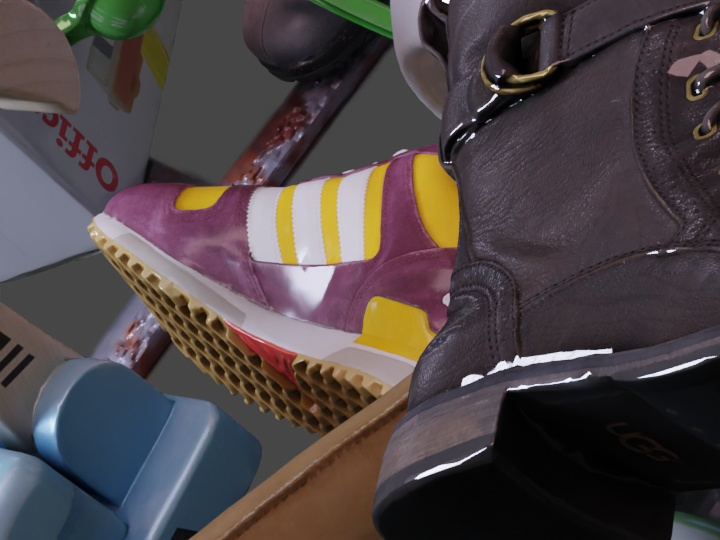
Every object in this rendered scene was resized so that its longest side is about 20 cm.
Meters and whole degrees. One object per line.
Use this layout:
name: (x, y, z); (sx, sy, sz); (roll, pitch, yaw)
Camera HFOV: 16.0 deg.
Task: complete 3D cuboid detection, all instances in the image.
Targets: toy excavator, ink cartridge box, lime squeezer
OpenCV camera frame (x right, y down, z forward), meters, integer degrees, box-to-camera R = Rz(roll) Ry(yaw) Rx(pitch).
toy excavator: (-0.095, 0.047, 0.723); (0.100, 0.200, 0.195); (8, 64, 46)
ink cartridge box: (-0.140, -0.114, 0.954); (0.083, 0.145, 0.200); (-16, 48, 31)
lime squeezer: (-0.061, -0.082, 0.864); (0.200, 0.071, 0.038); (-10, 0, 1)

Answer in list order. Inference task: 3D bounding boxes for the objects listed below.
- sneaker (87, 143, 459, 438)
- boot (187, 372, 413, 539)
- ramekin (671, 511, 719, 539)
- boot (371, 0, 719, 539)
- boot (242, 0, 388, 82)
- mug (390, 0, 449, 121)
sneaker: (0.000, 0.000, 0.787); (0.200, 0.075, 0.090); (25, 69, 45)
boot: (-0.010, 0.116, 0.666); (0.200, 0.175, 0.066); (-32, 54, -20)
ramekin: (0.059, 0.151, 0.568); (0.200, 0.098, 0.200); (-25, 43, 26)
boot: (0.079, -0.033, 0.537); (0.200, 0.069, 0.174); (-18, 48, 37)
boot: (-0.035, -0.178, 0.905); (0.070, 0.132, 0.200); (-5, 65, 43)
mug: (0.064, -0.129, 0.731); (0.175, 0.200, 0.148); (-65, 11, -16)
